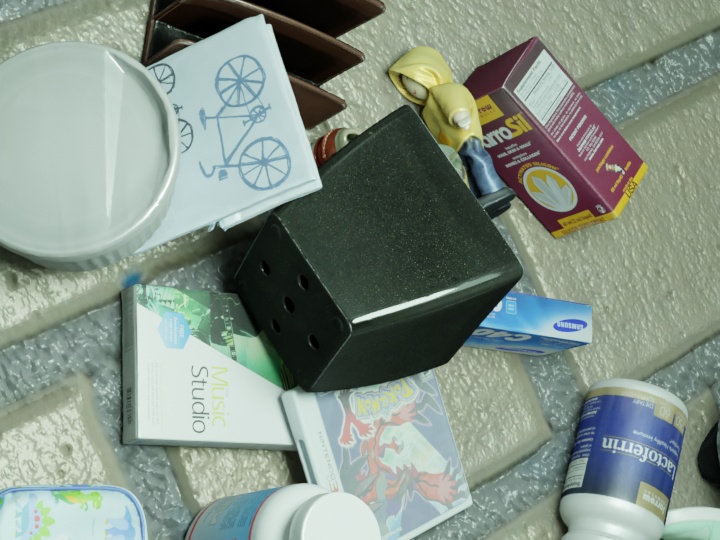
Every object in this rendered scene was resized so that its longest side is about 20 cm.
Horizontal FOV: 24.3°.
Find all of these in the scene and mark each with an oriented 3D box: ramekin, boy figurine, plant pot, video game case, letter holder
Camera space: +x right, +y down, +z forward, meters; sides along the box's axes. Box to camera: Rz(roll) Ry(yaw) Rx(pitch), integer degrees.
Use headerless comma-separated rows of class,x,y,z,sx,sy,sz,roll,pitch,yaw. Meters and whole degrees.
ramekin,-0.251,-0.092,1.469,0.200,0.094,0.205,-1,72,3
boy figurine,0.096,-0.149,1.760,0.064,0.124,0.202,-26,80,-9
plant pot,0.000,0.000,1.572,0.176,0.200,0.200,-26,74,-34
video game case,0.021,0.179,1.655,0.199,0.023,0.184,-20,94,-46
letter holder,-0.089,-0.232,1.629,0.198,0.142,0.102,18,69,-30

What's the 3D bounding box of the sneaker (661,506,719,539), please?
sneaker,0.402,0.339,1.870,0.199,0.073,0.120,24,60,-31

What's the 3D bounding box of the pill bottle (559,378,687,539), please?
pill bottle,0.278,0.228,1.789,0.115,0.115,0.202,29,64,-26

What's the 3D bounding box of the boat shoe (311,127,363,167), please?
boat shoe,0.037,-0.083,1.731,0.199,0.062,0.072,35,59,-25

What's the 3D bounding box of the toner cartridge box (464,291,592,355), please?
toner cartridge box,0.138,0.052,1.748,0.198,0.095,0.044,9,75,-32

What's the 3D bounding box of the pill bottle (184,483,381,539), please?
pill bottle,-0.070,0.249,1.491,0.108,0.199,0.110,9,73,-32

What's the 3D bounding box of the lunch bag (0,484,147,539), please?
lunch bag,-0.257,0.286,1.426,0.159,0.082,0.203,3,77,-33

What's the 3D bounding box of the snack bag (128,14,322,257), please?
snack bag,-0.149,-0.119,1.530,0.021,0.198,0.190,52,16,-65

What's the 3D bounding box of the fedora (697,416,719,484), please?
fedora,0.461,0.211,1.935,0.199,0.091,0.203,9,74,-33

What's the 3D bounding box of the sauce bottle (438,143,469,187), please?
sauce bottle,0.090,-0.042,1.695,0.065,0.064,0.201,-61,151,-29

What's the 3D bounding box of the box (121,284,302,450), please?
box,-0.132,0.095,1.586,0.198,0.036,0.146,6,75,-35

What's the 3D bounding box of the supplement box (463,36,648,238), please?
supplement box,0.204,-0.143,1.830,0.200,0.110,0.086,46,58,-16
